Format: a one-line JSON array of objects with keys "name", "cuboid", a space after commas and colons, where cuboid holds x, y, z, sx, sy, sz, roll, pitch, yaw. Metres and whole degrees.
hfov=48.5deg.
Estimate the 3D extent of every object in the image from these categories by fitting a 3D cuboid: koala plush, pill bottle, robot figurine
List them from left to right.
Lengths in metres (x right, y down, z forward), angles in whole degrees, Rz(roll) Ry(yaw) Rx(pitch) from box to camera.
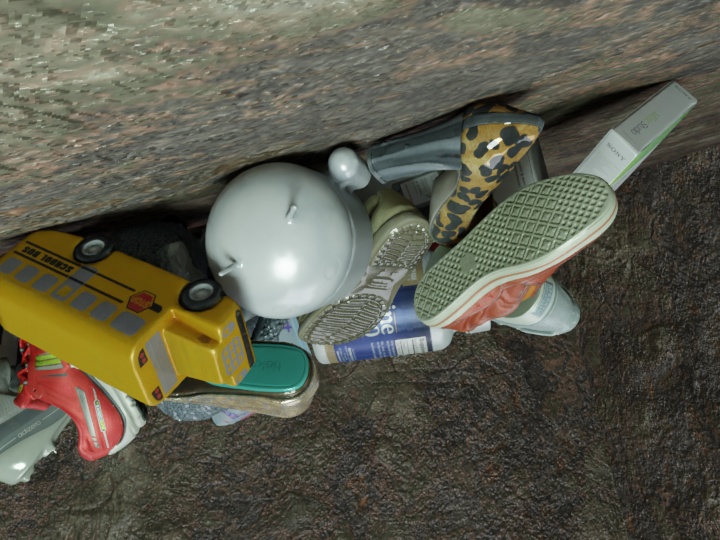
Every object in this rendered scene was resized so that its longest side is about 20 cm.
[{"name": "koala plush", "cuboid": [-0.169, 0.028, 0.723, 0.174, 0.187, 0.200, 7, 159, 20]}, {"name": "robot figurine", "cuboid": [-0.053, -0.023, 0.630, 0.171, 0.112, 0.200, -53, 174, 7]}, {"name": "pill bottle", "cuboid": [0.043, 0.038, 0.896, 0.196, 0.113, 0.111, -8, 180, 5]}]

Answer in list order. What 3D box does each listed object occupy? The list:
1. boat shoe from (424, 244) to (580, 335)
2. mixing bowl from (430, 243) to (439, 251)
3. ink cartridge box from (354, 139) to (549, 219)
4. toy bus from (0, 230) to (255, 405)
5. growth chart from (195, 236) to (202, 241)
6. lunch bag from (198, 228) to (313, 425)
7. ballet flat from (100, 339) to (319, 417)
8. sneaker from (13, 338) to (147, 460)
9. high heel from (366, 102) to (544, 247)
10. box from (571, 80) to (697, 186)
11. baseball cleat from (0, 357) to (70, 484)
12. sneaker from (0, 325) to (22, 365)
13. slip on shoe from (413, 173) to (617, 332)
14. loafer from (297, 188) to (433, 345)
[{"name": "boat shoe", "cuboid": [0.129, 0.021, 0.757, 0.071, 0.071, 0.200, 30, 178, -26]}, {"name": "mixing bowl", "cuboid": [0.052, -0.029, 1.013, 0.197, 0.203, 0.108, -15, 148, 21]}, {"name": "ink cartridge box", "cuboid": [0.095, -0.079, 0.841, 0.197, 0.087, 0.147, -17, 179, 20]}, {"name": "toy bus", "cuboid": [-0.173, 0.033, 0.573, 0.197, 0.066, 0.078, 20, -132, 26]}, {"name": "growth chart", "cuboid": [-0.243, -0.019, 0.974, 0.143, 0.018, 0.199, -17, 180, 37]}, {"name": "lunch bag", "cuboid": [-0.141, 0.061, 0.937, 0.125, 0.203, 0.170, -19, 167, -23]}, {"name": "ballet flat", "cuboid": [-0.128, 0.082, 0.632, 0.196, 0.069, 0.068, 12, 151, 9]}, {"name": "sneaker", "cuboid": [-0.274, 0.080, 0.700, 0.085, 0.201, 0.077, -40, 175, -15]}, {"name": "high heel", "cuboid": [0.115, -0.068, 0.656, 0.141, 0.073, 0.199, -9, 158, 36]}, {"name": "box", "cuboid": [0.226, -0.083, 0.778, 0.144, 0.036, 0.201, -35, 167, -40]}, {"name": "baseball cleat", "cuboid": [-0.295, 0.095, 0.754, 0.069, 0.106, 0.202, -29, -154, 44]}, {"name": "sneaker", "cuboid": [-0.327, 0.063, 0.821, 0.196, 0.132, 0.079, -15, -179, -20]}, {"name": "slip on shoe", "cuboid": [0.126, -0.009, 0.644, 0.060, 0.075, 0.200, 20, 137, -32]}, {"name": "loafer", "cuboid": [0.000, 0.000, 0.774, 0.075, 0.069, 0.200, 14, 133, -33]}]
